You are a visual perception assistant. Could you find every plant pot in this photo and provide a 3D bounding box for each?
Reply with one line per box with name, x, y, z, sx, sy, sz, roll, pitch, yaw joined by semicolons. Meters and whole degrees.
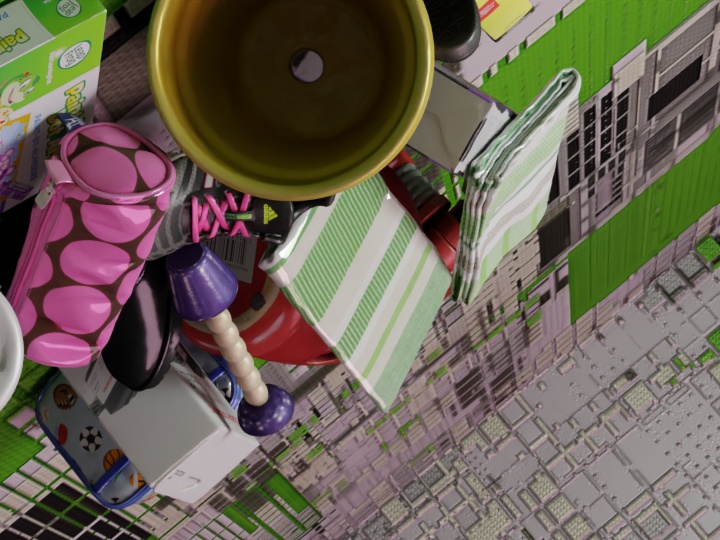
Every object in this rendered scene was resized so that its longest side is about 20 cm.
plant pot;-0.044;-0.153;1.442;0.201;0.201;0.189;-41;180;5
plant pot;-0.071;-0.011;1.729;0.201;0.201;0.182;-48;157;28

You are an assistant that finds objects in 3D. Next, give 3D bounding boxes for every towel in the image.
towel;0.137;-0.069;1.713;0.149;0.031;0.200;-46;159;-28
towel;0.000;0.000;1.648;0.200;0.023;0.153;52;55;-39

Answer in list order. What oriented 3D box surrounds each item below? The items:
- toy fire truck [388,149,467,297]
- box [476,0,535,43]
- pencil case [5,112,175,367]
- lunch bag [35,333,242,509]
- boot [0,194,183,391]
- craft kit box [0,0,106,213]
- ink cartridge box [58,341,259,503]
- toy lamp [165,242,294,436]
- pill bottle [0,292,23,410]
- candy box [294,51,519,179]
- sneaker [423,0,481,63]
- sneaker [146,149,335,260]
toy fire truck;0.051;-0.074;1.877;0.200;0.176;0.129;-43;164;8
box;0.089;-0.253;1.667;0.050;0.075;0.200;-42;165;8
pencil case;-0.203;-0.014;1.406;0.093;0.091;0.200;-22;149;-40
lunch bag;-0.197;0.121;1.860;0.200;0.160;0.076;-43;165;13
boot;-0.214;0.011;1.556;0.162;0.073;0.199;-8;121;-46
craft kit box;-0.269;-0.091;1.333;0.197;0.049;0.200;-36;164;-26
ink cartridge box;-0.192;0.097;1.729;0.084;0.200;0.145;-40;164;1
toy lamp;-0.107;0.055;1.601;0.058;0.058;0.200;-37;135;-11
pill bottle;-0.320;0.065;1.423;0.119;0.120;0.200;-34;-173;-21
candy box;0.057;-0.142;1.703;0.072;0.167;0.200;-60;162;7
sneaker;0.047;-0.200;1.551;0.060;0.200;0.104;-31;138;-6
sneaker;-0.096;-0.055;1.523;0.199;0.087;0.074;-25;133;-35
